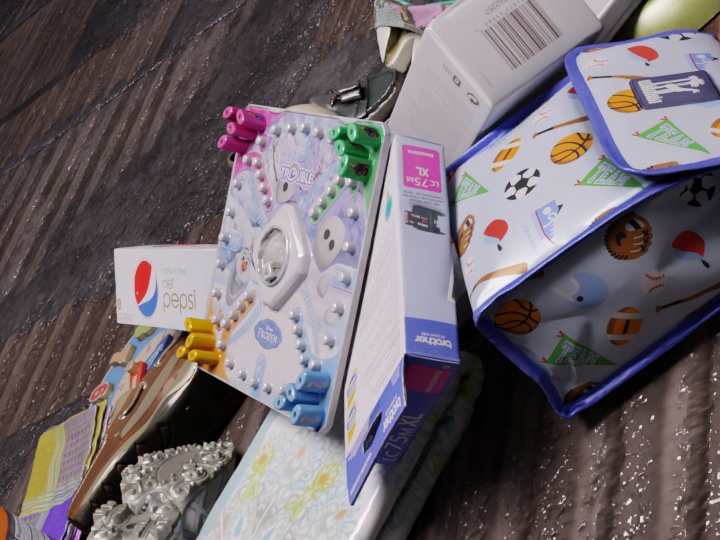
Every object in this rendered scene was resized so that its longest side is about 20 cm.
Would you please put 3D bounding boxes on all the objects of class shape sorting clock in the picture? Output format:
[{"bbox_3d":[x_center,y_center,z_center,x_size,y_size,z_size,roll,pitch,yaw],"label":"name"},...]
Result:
[{"bbox_3d":[-0.196,0.096,1.229,0.200,0.039,0.200,-36,30,25],"label":"shape sorting clock"}]

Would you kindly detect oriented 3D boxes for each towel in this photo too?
[{"bbox_3d":[-0.276,0.218,1.184,0.144,0.023,0.200,-24,44,49],"label":"towel"},{"bbox_3d":[-0.016,0.137,0.904,0.171,0.048,0.200,4,58,54],"label":"towel"}]

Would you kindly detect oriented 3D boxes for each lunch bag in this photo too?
[{"bbox_3d":[0.153,-0.045,0.793,0.200,0.124,0.170,-36,30,17],"label":"lunch bag"}]

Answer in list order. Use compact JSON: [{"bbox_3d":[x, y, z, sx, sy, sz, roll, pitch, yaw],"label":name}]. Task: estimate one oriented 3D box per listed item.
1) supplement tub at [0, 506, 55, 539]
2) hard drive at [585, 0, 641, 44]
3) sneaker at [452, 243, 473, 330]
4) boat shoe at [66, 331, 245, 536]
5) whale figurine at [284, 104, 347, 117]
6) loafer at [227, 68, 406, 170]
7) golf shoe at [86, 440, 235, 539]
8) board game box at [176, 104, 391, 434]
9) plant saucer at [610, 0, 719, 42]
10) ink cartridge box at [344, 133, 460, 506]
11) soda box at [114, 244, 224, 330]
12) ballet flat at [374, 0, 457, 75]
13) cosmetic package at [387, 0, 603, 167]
[{"bbox_3d":[-0.265,0.234,0.983,0.107,0.200,0.107,-37,30,26],"label":"supplement tub"},{"bbox_3d":[0.175,-0.222,1.019,0.200,0.027,0.132,-52,28,-4],"label":"hard drive"},{"bbox_3d":[0.000,0.000,0.972,0.200,0.115,0.075,-16,43,48],"label":"sneaker"},{"bbox_3d":[-0.166,0.129,1.098,0.074,0.076,0.200,15,58,45],"label":"boat shoe"},{"bbox_3d":[-0.042,-0.035,1.129,0.159,0.104,0.201,0,79,57],"label":"whale figurine"},{"bbox_3d":[-0.041,-0.128,1.251,0.200,0.063,0.072,-34,31,28],"label":"loafer"},{"bbox_3d":[-0.139,0.193,0.986,0.078,0.098,0.200,-6,16,16],"label":"golf shoe"},{"bbox_3d":[-0.060,-0.011,0.921,0.200,0.026,0.201,18,98,58],"label":"board game box"},{"bbox_3d":[0.221,-0.234,1.028,0.200,0.031,0.200,-37,29,25],"label":"plant saucer"},{"bbox_3d":[0.022,0.031,0.822,0.119,0.042,0.200,115,162,-48],"label":"ink cartridge box"},{"bbox_3d":[-0.135,0.013,1.116,0.200,0.064,0.068,1,94,56],"label":"soda box"},{"bbox_3d":[0.057,-0.210,1.218,0.200,0.069,0.071,27,98,62],"label":"ballet flat"},{"bbox_3d":[0.083,-0.123,0.928,0.102,0.074,0.200,-36,-8,-18],"label":"cosmetic package"}]
